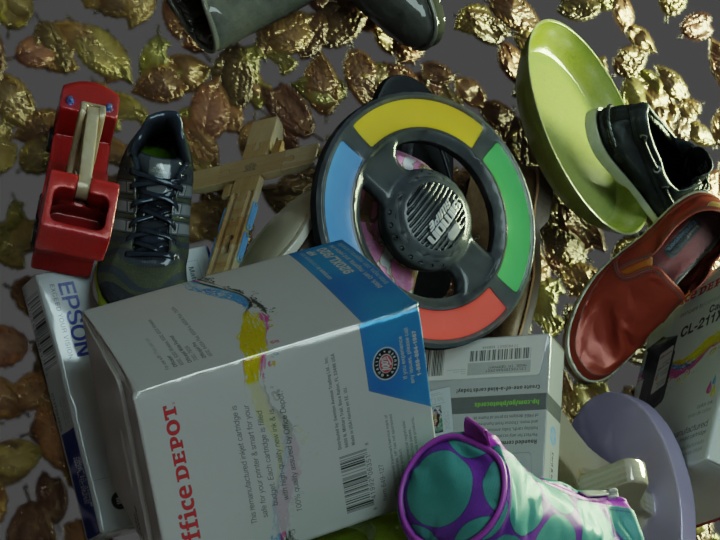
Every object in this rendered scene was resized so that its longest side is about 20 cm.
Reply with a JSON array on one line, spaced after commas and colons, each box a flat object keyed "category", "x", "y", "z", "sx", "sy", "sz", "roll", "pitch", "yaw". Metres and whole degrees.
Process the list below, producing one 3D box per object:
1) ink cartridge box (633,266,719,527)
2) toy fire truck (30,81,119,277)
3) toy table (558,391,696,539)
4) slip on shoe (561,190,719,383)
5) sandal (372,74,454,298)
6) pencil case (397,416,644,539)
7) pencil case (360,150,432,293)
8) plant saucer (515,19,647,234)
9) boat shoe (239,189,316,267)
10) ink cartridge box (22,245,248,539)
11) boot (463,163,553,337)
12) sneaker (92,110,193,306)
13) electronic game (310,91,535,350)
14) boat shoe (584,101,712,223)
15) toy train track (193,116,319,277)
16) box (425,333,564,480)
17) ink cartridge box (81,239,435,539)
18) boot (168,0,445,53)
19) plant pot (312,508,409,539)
[{"category": "ink cartridge box", "x": 0.300, "y": 0.103, "z": 1.543, "sx": 0.082, "sy": 0.146, "sz": 0.201, "roll": 27, "pitch": 61, "yaw": -16}, {"category": "toy fire truck", "x": -0.201, "y": -0.071, "z": 1.306, "sx": 0.048, "sy": 0.141, "sz": 0.201, "roll": 11, "pitch": 54, "yaw": -12}, {"category": "toy table", "x": 0.177, "y": 0.187, "z": 1.440, "sx": 0.117, "sy": 0.184, "sz": 0.201, "roll": 16, "pitch": 47, "yaw": -41}, {"category": "slip on shoe", "x": 0.246, "y": 0.014, "z": 1.562, "sx": 0.074, "sy": 0.061, "sz": 0.200, "roll": 44, "pitch": 87, "yaw": -13}, {"category": "sandal", "x": 0.052, "y": -0.071, "z": 1.527, "sx": 0.076, "sy": 0.043, "sz": 0.202, "roll": 3, "pitch": 71, "yaw": -28}, {"category": "pencil case", "x": 0.112, "y": 0.169, "z": 1.237, "sx": 0.200, "sy": 0.085, "sz": 0.093, "roll": 28, "pitch": 91, "yaw": -49}, {"category": "pencil case", "x": 0.000, "y": 0.000, "z": 1.438, "sx": 0.086, "sy": 0.083, "sz": 0.201, "roll": 23, "pitch": 70, "yaw": -22}, {"category": "plant saucer", "x": 0.188, "y": -0.120, "z": 1.589, "sx": 0.200, "sy": 0.031, "sz": 0.201, "roll": 38, "pitch": 39, "yaw": -40}, {"category": "boat shoe", "x": -0.064, "y": 0.024, "z": 1.373, "sx": 0.059, "sy": 0.072, "sz": 0.201, "roll": 43, "pitch": 54, "yaw": -21}, {"category": "ink cartridge box", "x": -0.134, "y": 0.085, "z": 1.369, "sx": 0.199, "sy": 0.041, "sz": 0.201, "roll": -11, "pitch": 78, "yaw": -32}, {"category": "boot", "x": 0.113, "y": -0.003, "z": 1.532, "sx": 0.075, "sy": 0.074, "sz": 0.201, "roll": 13, "pitch": 59, "yaw": -9}, {"category": "sneaker", "x": -0.156, "y": -0.040, "z": 1.337, "sx": 0.073, "sy": 0.081, "sz": 0.201, "roll": 4, "pitch": 42, "yaw": -10}, {"category": "electronic game", "x": 0.051, "y": -0.039, "z": 1.403, "sx": 0.199, "sy": 0.042, "sz": 0.202, "roll": 7, "pitch": 76, "yaw": -29}, {"category": "boat shoe", "x": 0.275, "y": -0.089, "z": 1.609, "sx": 0.199, "sy": 0.066, "sz": 0.075, "roll": 42, "pitch": 40, "yaw": -36}, {"category": "toy train track", "x": -0.086, "y": -0.039, "z": 1.399, "sx": 0.201, "sy": 0.114, "sz": 0.033, "roll": -76, "pitch": 147, "yaw": -44}, {"category": "box", "x": 0.074, "y": 0.153, "z": 1.399, "sx": 0.041, "sy": 0.155, "sz": 0.201, "roll": 43, "pitch": 47, "yaw": -55}, {"category": "ink cartridge box", "x": -0.069, "y": 0.090, "z": 1.236, "sx": 0.199, "sy": 0.145, "sz": 0.148, "roll": -16, "pitch": 115, "yaw": -18}, {"category": "boot", "x": -0.048, "y": -0.226, "z": 1.510, "sx": 0.200, "sy": 0.073, "sz": 0.182, "roll": -31, "pitch": 75, "yaw": -40}, {"category": "plant pot", "x": -0.009, "y": 0.267, "z": 1.240, "sx": 0.200, "sy": 0.200, "sz": 0.194, "roll": -23, "pitch": 112, "yaw": -33}]
